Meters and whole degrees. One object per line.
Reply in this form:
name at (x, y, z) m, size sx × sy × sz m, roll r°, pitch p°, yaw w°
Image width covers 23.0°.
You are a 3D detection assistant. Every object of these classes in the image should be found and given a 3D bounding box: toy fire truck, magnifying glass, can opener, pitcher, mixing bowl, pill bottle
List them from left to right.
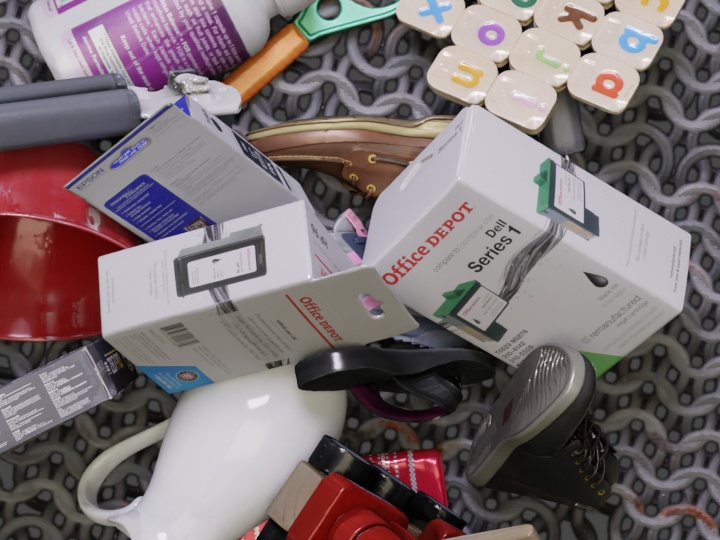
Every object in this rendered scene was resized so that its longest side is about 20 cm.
mixing bowl at (-0.250, -0.037, 1.321) m, size 0.200 × 0.200 × 0.108 m, roll 1°, pitch 62°, yaw -1°
can opener at (-0.178, -0.106, 1.256) m, size 0.200 × 0.053 × 0.066 m, roll -6°, pitch 120°, yaw -26°
pill bottle at (-0.139, -0.195, 1.336) m, size 0.200 × 0.112 × 0.112 m, roll -26°, pitch 93°, yaw 1°
pitcher at (-0.117, 0.137, 1.358) m, size 0.172 × 0.121 × 0.200 m, roll 30°, pitch 79°, yaw 39°
magnifying glass at (-0.031, -0.199, 1.383) m, size 0.200 × 0.022 × 0.080 m, roll -41°, pitch 93°, yaw 2°
toy fire truck at (0.053, 0.209, 1.273) m, size 0.176 × 0.200 × 0.129 m, roll 36°, pitch 88°, yaw -40°
can opener at (0.145, -0.103, 1.374) m, size 0.066 × 0.053 × 0.200 m, roll -5°, pitch 93°, yaw 0°

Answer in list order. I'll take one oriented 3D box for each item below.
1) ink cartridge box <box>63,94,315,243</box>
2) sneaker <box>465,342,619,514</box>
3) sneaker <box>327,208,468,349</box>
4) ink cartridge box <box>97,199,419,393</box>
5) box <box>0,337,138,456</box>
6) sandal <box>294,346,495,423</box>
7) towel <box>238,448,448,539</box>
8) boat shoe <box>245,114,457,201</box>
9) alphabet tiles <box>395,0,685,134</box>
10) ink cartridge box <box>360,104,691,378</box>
ink cartridge box at (-0.123, -0.061, 1.266) m, size 0.099 × 0.200 × 0.039 m, roll -36°, pitch 57°, yaw 11°
sneaker at (0.160, 0.120, 1.331) m, size 0.106 × 0.200 × 0.075 m, roll 18°, pitch 63°, yaw -8°
sneaker at (0.000, 0.000, 1.369) m, size 0.200 × 0.070 × 0.082 m, roll 21°, pitch 94°, yaw -4°
ink cartridge box at (-0.071, 0.016, 1.256) m, size 0.200 × 0.116 × 0.068 m, roll -14°, pitch 61°, yaw 14°
box at (-0.272, 0.114, 1.327) m, size 0.200 × 0.161 × 0.049 m, roll -27°, pitch 93°, yaw 1°
sandal at (0.028, 0.090, 1.330) m, size 0.075 × 0.200 × 0.048 m, roll -25°, pitch 71°, yaw 39°
towel at (-0.023, 0.222, 1.406) m, size 0.200 × 0.022 × 0.145 m, roll -7°, pitch 92°, yaw 0°
boat shoe at (0.011, -0.085, 1.364) m, size 0.200 × 0.072 × 0.068 m, roll 0°, pitch 91°, yaw -3°
alphabet tiles at (0.136, -0.200, 1.342) m, size 0.196 × 0.015 × 0.200 m, roll 25°, pitch 71°, yaw 18°
ink cartridge box at (0.119, -0.011, 1.309) m, size 0.200 × 0.084 × 0.146 m, roll 29°, pitch 136°, yaw -15°
